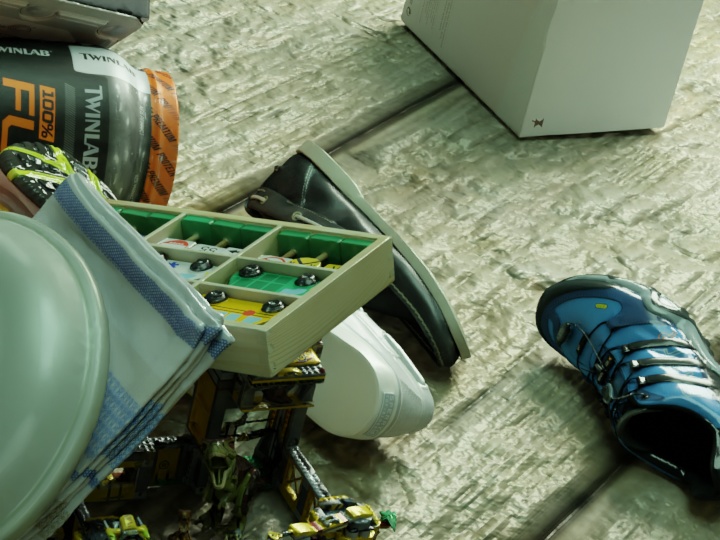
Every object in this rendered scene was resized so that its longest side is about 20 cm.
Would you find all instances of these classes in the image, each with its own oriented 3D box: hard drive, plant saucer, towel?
[{"bbox_3d":[-0.245,-0.157,1.380,0.140,0.200,0.038,10,69,-36],"label":"hard drive"},{"bbox_3d":[-0.219,0.054,1.045,0.200,0.200,0.050,41,-2,37],"label":"plant saucer"},{"bbox_3d":[-0.169,0.059,1.065,0.147,0.200,0.024,45,3,34],"label":"towel"}]

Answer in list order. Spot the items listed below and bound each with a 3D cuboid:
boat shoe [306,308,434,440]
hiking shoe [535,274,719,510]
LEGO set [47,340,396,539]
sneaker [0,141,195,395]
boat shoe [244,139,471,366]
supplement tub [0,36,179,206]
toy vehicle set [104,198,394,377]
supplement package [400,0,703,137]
[{"bbox_3d":[-0.029,0.035,1.283,0.068,0.072,0.200,15,14,-47],"label":"boat shoe"},{"bbox_3d":[0.177,0.068,1.306,0.200,0.075,0.087,35,35,31],"label":"hiking shoe"},{"bbox_3d":[-0.079,0.092,1.107,0.200,0.116,0.154,2,32,-20],"label":"LEGO set"},{"bbox_3d":[-0.148,0.011,1.268,0.200,0.076,0.075,44,31,12],"label":"sneaker"},{"bbox_3d":[0.000,0.000,1.371,0.068,0.072,0.200,-37,56,-9],"label":"boat shoe"},{"bbox_3d":[-0.222,-0.086,1.340,0.200,0.123,0.123,3,32,-19],"label":"supplement tub"},{"bbox_3d":[-0.098,0.005,1.129,0.200,0.027,0.124,8,27,29],"label":"toy vehicle set"},{"bbox_3d":[0.158,-0.239,1.697,0.147,0.192,0.200,-5,36,-30],"label":"supplement package"}]
